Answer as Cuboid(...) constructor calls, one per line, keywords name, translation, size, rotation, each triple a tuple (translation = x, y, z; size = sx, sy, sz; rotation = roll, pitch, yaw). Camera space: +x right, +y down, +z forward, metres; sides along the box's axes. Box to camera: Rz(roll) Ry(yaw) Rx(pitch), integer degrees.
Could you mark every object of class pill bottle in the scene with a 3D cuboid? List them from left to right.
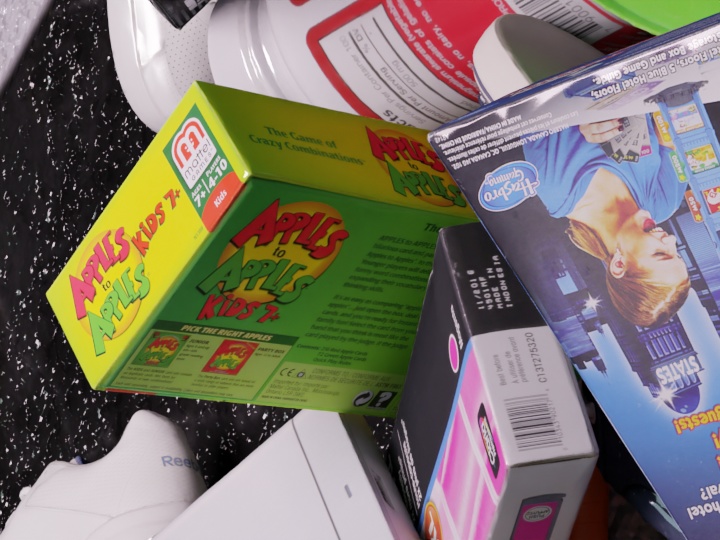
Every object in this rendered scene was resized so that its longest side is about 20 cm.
Cuboid(name="pill bottle", translation=(0.038, -0.111, 0.935), size=(0.200, 0.112, 0.113), rotation=(-26, 65, 41))

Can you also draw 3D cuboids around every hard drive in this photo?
Cuboid(name="hard drive", translation=(-0.065, 0.143, 0.901), size=(0.200, 0.027, 0.132), rotation=(-42, 31, 9))

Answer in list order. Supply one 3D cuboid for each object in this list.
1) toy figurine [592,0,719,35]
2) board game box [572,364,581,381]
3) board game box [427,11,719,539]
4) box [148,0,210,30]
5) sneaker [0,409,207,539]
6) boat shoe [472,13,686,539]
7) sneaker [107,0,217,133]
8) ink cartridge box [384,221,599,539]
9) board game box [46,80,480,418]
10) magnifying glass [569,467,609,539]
Cuboid(name="toy figurine", translation=(0.117, -0.193, 0.822), size=(0.150, 0.200, 0.184), rotation=(103, -171, -50))
Cuboid(name="board game box", translation=(0.155, 0.046, 0.847), size=(0.135, 0.029, 0.200), rotation=(-56, 49, 26))
Cuboid(name="board game box", translation=(0.145, 0.018, 0.714), size=(0.200, 0.062, 0.200), rotation=(-18, 96, 38))
Cuboid(name="box", translation=(-0.020, -0.177, 0.906), size=(0.048, 0.200, 0.193), rotation=(45, 89, 2))
Cuboid(name="sneaker", translation=(-0.131, 0.134, 1.091), size=(0.200, 0.074, 0.087), rotation=(-33, 48, 29))
Cuboid(name="boat shoe", translation=(0.089, 0.011, 0.833), size=(0.200, 0.075, 0.093), rotation=(51, 123, 25))
Cuboid(name="sneaker", translation=(-0.040, -0.153, 1.052), size=(0.115, 0.074, 0.201), rotation=(6, 87, 50))
Cuboid(name="ink cartridge box", translation=(0.039, 0.080, 0.874), size=(0.200, 0.037, 0.095), rotation=(98, 161, -53))
Cuboid(name="board game box", translation=(0.000, 0.000, 0.892), size=(0.102, 0.200, 0.048), rotation=(-53, 50, 27))
Cuboid(name="magnifying glass", translation=(0.078, 0.160, 0.918), size=(0.080, 0.022, 0.201), rotation=(-6, 81, 46))
